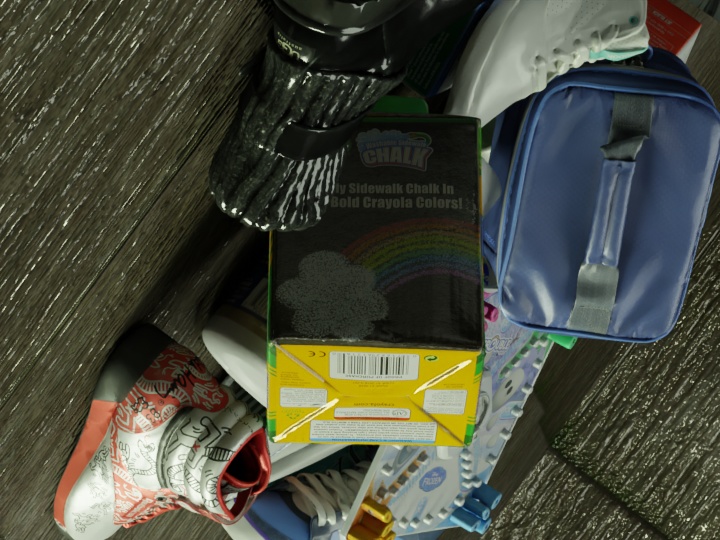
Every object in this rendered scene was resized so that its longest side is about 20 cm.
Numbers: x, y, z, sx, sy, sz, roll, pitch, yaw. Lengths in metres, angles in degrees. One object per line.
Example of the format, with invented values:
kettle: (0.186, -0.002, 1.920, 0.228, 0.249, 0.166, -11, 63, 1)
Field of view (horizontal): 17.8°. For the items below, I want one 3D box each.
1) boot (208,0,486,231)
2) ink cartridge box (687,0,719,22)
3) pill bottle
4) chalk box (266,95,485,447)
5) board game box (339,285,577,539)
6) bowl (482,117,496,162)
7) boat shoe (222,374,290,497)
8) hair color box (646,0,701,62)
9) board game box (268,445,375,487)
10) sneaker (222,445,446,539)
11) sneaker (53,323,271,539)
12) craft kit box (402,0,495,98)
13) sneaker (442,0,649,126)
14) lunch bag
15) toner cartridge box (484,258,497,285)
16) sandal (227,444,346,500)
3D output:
boot: (0.006, -0.121, 1.241, 0.211, 0.079, 0.158, -27, 146, -42)
ink cartridge box: (0.269, -0.230, 1.646, 0.084, 0.200, 0.145, -58, 167, 19)
pill bottle: (0.000, 0.000, 1.476, 0.200, 0.111, 0.111, -50, 167, -14)
chalk box: (0.008, -0.013, 1.342, 0.124, 0.124, 0.201, 93, -2, -58)
board game box: (0.080, 0.107, 1.651, 0.200, 0.026, 0.201, 3, 114, -61)
bowl: (0.130, -0.099, 1.657, 0.200, 0.094, 0.202, -33, -141, 32)
boat shoe: (-0.054, 0.084, 1.585, 0.200, 0.073, 0.067, -50, 168, -17)
hair color box: (0.187, -0.124, 1.841, 0.200, 0.061, 0.102, -49, 167, -26)
board game box: (0.012, 0.119, 1.770, 0.199, 0.028, 0.135, -33, 143, 1)
sneaker: (-0.001, 0.161, 1.721, 0.200, 0.081, 0.147, 24, 109, -48)
sneaker: (-0.119, 0.129, 1.389, 0.067, 0.108, 0.202, -42, 163, -41)
craft kit box: (0.110, -0.218, 1.463, 0.201, 0.048, 0.197, -60, 164, 26)
sneaker: (0.134, -0.151, 1.427, 0.200, 0.088, 0.075, -49, 168, -19)
lunch bag: (0.160, -0.059, 1.510, 0.132, 0.135, 0.201, -104, -159, -65)
toner cartridge box: (0.052, 0.042, 1.821, 0.043, 0.095, 0.201, -35, 157, -55)
sandal: (-0.040, 0.109, 1.660, 0.206, 0.059, 0.079, -25, 179, 15)
